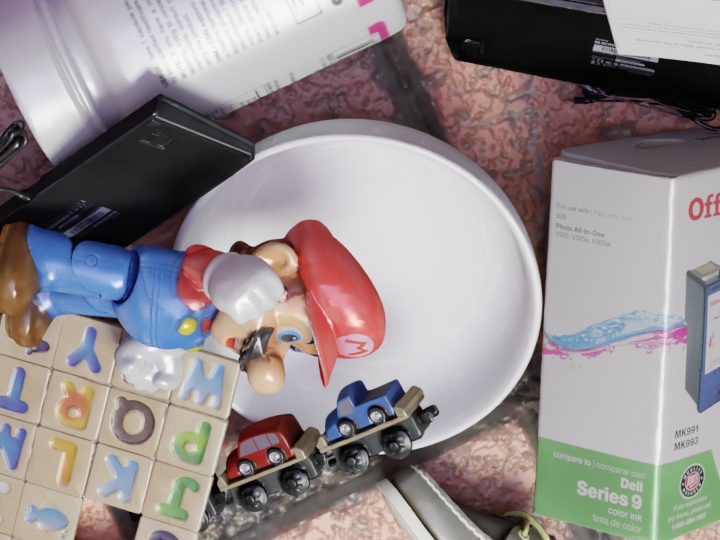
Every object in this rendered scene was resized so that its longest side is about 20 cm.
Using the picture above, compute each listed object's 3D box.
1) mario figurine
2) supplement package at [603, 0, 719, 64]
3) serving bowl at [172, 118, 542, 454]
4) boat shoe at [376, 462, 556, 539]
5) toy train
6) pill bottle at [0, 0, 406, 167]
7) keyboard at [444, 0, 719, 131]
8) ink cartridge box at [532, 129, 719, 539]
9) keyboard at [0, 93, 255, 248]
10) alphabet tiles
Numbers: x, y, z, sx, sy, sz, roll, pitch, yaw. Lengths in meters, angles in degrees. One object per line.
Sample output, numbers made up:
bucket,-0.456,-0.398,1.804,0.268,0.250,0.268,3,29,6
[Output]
mario figurine,-0.087,0.029,1.285,0.200,0.123,0.106,4,106,6
supplement package,0.224,-0.179,1.163,0.200,0.111,0.156,10,61,21
serving bowl,0.000,0.000,1.366,0.200,0.066,0.200,3,121,6
boat shoe,0.090,0.172,1.430,0.060,0.072,0.202,-44,110,2
toy train,-0.046,0.101,1.377,0.200,0.034,0.046,-22,100,26
pill bottle,-0.087,-0.136,1.313,0.200,0.113,0.114,-25,105,0
keyboard,0.144,-0.125,1.363,0.200,0.104,0.040,12,64,3
ink cartridge box,0.170,0.031,1.363,0.145,0.087,0.200,-11,106,-48
keyboard,-0.162,-0.039,1.304,0.200,0.021,0.127,-32,144,34
alphabet tiles,-0.179,0.099,1.383,0.200,0.008,0.168,16,105,3
